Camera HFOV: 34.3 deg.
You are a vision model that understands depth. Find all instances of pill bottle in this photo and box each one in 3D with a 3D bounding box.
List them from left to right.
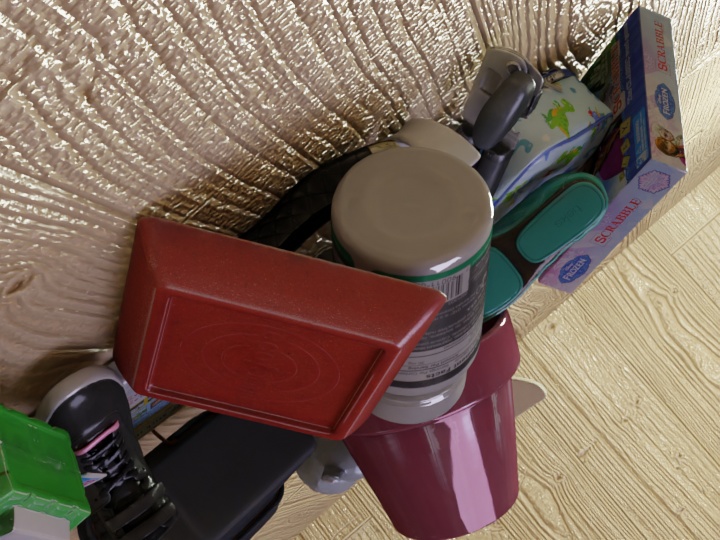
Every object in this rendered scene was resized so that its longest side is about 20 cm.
[{"bbox_3d":[0.036,0.018,0.853,0.113,0.113,0.201,-34,148,-25],"label":"pill bottle"}]

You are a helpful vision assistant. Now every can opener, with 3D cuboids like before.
[{"bbox_3d":[0.092,-0.095,0.947,0.066,0.052,0.201,-44,162,-38],"label":"can opener"}]

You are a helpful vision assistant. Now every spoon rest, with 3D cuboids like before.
[{"bbox_3d":[0.034,-0.075,0.941,0.099,0.061,0.200,-37,180,-20],"label":"spoon rest"}]

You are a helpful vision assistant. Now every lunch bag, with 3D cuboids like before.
[{"bbox_3d":[0.131,-0.090,1.080,0.160,0.083,0.200,-30,163,-43],"label":"lunch bag"}]

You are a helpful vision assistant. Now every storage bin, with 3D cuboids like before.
[{"bbox_3d":[-0.142,0.186,1.056,0.200,0.146,0.134,-38,175,-44],"label":"storage bin"}]

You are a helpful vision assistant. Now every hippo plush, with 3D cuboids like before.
[{"bbox_3d":[-0.025,0.140,1.223,0.159,0.161,0.200,-30,164,-37],"label":"hippo plush"}]

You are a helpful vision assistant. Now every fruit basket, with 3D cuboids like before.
[{"bbox_3d":[-0.276,0.163,0.722,0.199,0.094,0.185,-31,157,1],"label":"fruit basket"}]

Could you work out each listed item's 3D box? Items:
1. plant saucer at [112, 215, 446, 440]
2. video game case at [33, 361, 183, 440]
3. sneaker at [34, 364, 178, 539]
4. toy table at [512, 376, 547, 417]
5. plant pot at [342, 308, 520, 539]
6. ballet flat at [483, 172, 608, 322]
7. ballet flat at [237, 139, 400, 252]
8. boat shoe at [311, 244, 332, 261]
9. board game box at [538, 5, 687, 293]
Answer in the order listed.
[{"bbox_3d":[-0.065,0.053,0.786,0.200,0.198,0.037,118,-17,-56],"label":"plant saucer"},{"bbox_3d":[-0.204,0.118,0.953,0.199,0.023,0.182,-37,167,-21],"label":"video game case"},{"bbox_3d":[-0.176,0.145,0.848,0.070,0.099,0.201,-33,156,-22],"label":"sneaker"},{"bbox_3d":[0.102,0.139,1.302,0.183,0.118,0.200,-35,176,25],"label":"toy table"},{"bbox_3d":[0.066,0.142,1.096,0.198,0.181,0.200,-17,-166,5],"label":"plant pot"},{"bbox_3d":[0.134,-0.016,1.040,0.199,0.068,0.070,-38,-172,10],"label":"ballet flat"},{"bbox_3d":[-0.045,-0.024,0.851,0.199,0.057,0.067,-39,166,-7],"label":"ballet flat"},{"bbox_3d":[-0.002,0.002,1.052,0.072,0.061,0.201,-34,162,15],"label":"boat shoe"},{"bbox_3d":[0.234,-0.114,1.124,0.200,0.041,0.202,124,-21,-49],"label":"board game box"}]
